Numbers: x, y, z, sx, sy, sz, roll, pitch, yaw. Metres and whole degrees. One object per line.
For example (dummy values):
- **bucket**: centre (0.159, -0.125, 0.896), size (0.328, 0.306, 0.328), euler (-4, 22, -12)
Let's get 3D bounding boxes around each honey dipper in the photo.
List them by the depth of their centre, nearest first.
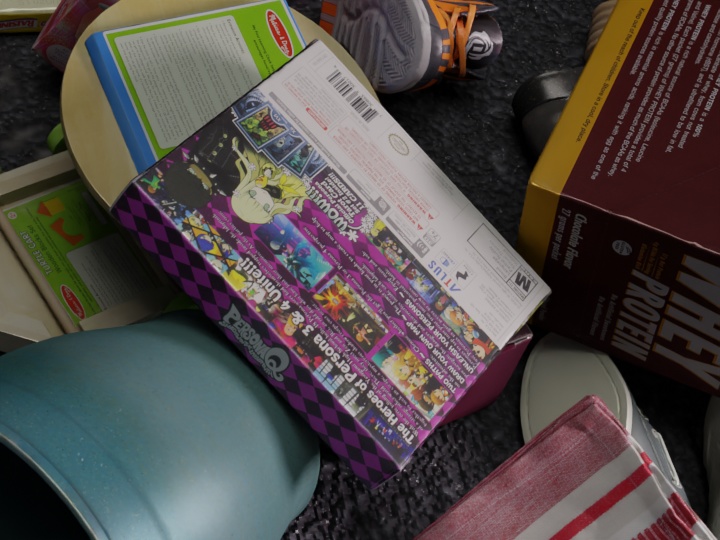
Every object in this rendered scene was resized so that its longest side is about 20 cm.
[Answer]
- **honey dipper**: centre (0.199, -0.224, 1.281), size (0.038, 0.038, 0.201), euler (19, 49, -3)

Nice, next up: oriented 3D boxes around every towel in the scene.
- **towel**: centre (0.137, 0.187, 0.944), size (0.144, 0.023, 0.200), euler (-41, 71, 5)

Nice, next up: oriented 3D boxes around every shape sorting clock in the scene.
- **shape sorting clock**: centre (-0.077, -0.085, 0.996), size (0.199, 0.039, 0.201), euler (8, 60, -13)

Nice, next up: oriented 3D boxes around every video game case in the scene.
- **video game case**: centre (-0.009, -0.010, 0.918), size (0.200, 0.036, 0.181), euler (46, 45, -2)

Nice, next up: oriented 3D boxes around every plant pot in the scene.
- **plant pot**: centre (-0.126, 0.115, 0.869), size (0.200, 0.200, 0.188), euler (40, 42, 13)

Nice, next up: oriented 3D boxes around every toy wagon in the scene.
- **toy wagon**: centre (-0.188, -0.006, 1.018), size (0.199, 0.040, 0.155), euler (-24, 66, -27)

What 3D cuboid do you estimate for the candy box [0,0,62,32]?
- **candy box**: centre (-0.231, -0.248, 1.177), size (0.102, 0.026, 0.201), euler (-3, 58, -22)

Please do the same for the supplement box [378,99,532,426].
- **supplement box**: centre (0.000, 0.000, 1.037), size (0.110, 0.086, 0.200), euler (-19, 63, -26)

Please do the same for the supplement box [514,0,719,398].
- **supplement box**: centre (0.217, -0.046, 1.021), size (0.199, 0.133, 0.198), euler (21, 56, 12)

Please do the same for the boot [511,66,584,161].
- **boot**: centre (0.209, -0.078, 1.170), size (0.199, 0.070, 0.132), euler (-12, 63, -10)

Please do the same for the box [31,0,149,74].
- **box**: centre (-0.116, -0.200, 1.118), size (0.102, 0.095, 0.201), euler (38, 51, -19)

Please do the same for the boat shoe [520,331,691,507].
- **boat shoe**: centre (0.154, 0.125, 1.025), size (0.062, 0.073, 0.201), euler (33, 29, -49)

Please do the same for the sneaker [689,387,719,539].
- **sneaker**: centre (0.246, 0.105, 1.046), size (0.072, 0.072, 0.201), euler (13, 57, -9)

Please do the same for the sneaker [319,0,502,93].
- **sneaker**: centre (0.049, -0.158, 1.118), size (0.111, 0.078, 0.200), euler (7, 17, -18)
